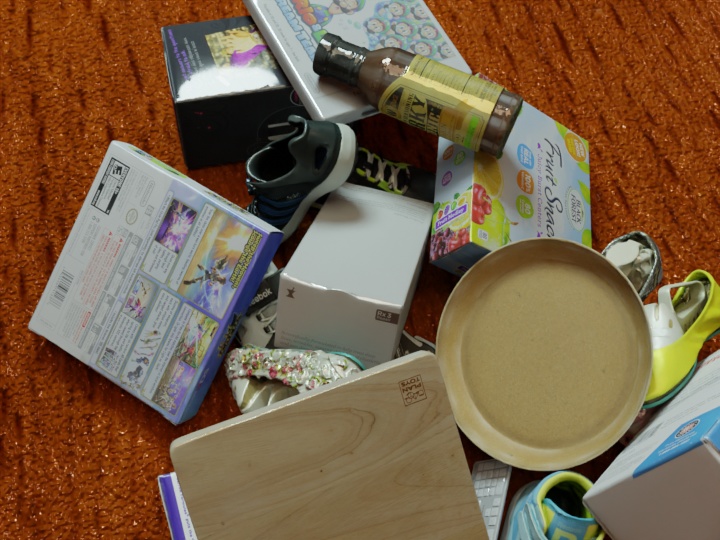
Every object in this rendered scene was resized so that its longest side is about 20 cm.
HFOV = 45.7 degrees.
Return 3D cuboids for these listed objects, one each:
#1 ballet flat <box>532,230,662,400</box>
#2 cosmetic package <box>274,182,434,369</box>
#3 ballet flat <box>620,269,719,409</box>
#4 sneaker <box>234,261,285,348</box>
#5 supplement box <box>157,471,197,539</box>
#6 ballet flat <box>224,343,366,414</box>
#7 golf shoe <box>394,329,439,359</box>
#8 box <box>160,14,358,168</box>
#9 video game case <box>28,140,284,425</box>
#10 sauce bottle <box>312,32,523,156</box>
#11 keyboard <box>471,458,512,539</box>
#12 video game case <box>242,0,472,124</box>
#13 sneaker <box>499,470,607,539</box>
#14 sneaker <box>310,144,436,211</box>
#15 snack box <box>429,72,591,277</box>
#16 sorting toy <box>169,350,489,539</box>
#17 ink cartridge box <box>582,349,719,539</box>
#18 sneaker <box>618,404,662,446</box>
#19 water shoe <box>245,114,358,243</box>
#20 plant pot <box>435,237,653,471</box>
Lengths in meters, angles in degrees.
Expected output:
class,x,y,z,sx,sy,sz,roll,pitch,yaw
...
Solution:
class,x,y,z,sx,sy,sz,roll,pitch,yaw
ballet flat,0.219,0.031,0.796,0.072,0.072,0.200,36,61,15
cosmetic package,0.000,0.000,0.808,0.112,0.082,0.200,15,34,8
ballet flat,0.282,0.053,0.782,0.199,0.066,0.068,-29,100,-42
sneaker,-0.106,0.020,0.838,0.074,0.089,0.200,-38,72,-23
supplement box,-0.059,0.205,0.733,0.198,0.101,0.104,-17,65,-12
ballet flat,-0.072,0.103,0.746,0.076,0.199,0.064,46,60,-24
golf shoe,0.049,0.112,0.805,0.094,0.078,0.201,-24,67,-16
box,-0.106,-0.199,0.933,0.198,0.123,0.107,-10,64,-10
video game case,-0.193,0.010,0.804,0.180,0.045,0.201,30,99,13
sauce bottle,0.051,-0.170,0.807,0.198,0.065,0.065,23,63,10
keyboard,0.096,0.259,0.742,0.011,0.056,0.202,26,61,-15
video game case,-0.007,-0.249,0.888,0.181,0.024,0.201,-21,68,-22
sneaker,0.147,0.256,0.703,0.079,0.131,0.202,16,62,2
sneaker,-0.004,-0.098,0.908,0.198,0.083,0.072,5,62,-1
snack box,0.158,-0.074,0.877,0.168,0.067,0.202,24,58,-28
sorting toy,-0.018,0.182,0.638,0.198,0.070,0.201,-18,97,-12
ink cartridge box,0.288,0.130,0.667,0.199,0.147,0.086,-32,77,-36
sneaker,0.246,0.140,0.805,0.104,0.076,0.201,-17,59,-14
water shoe,-0.082,-0.089,0.835,0.078,0.200,0.072,16,54,-30
plant pot,0.159,0.072,0.753,0.198,0.027,0.202,-5,80,32
